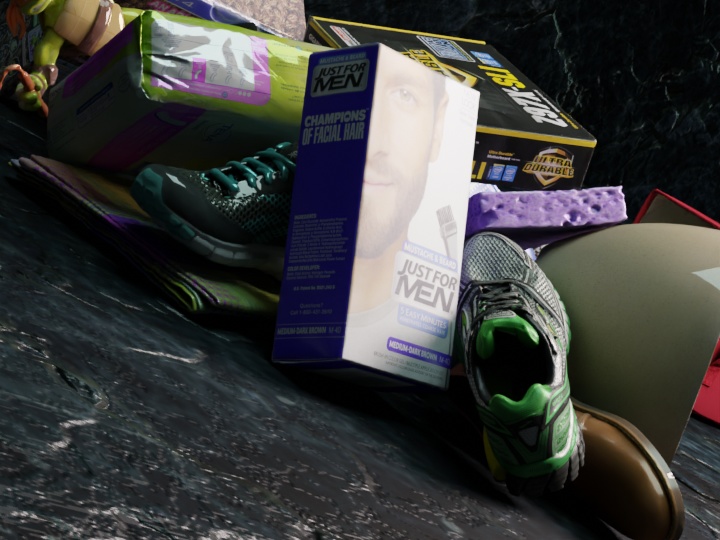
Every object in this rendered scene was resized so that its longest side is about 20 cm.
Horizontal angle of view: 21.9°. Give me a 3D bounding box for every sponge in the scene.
[{"bbox_3d":[0.102,-0.033,1.367,0.111,0.030,0.200,-4,-5,-19],"label":"sponge"}]

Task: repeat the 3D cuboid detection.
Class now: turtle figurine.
[{"bbox_3d":[-0.192,-0.165,1.331,0.161,0.201,0.064,27,-6,-33],"label":"turtle figurine"}]

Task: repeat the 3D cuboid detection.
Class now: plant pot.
[{"bbox_3d":[0.175,0.049,1.306,0.134,0.201,0.200,21,8,9],"label":"plant pot"}]

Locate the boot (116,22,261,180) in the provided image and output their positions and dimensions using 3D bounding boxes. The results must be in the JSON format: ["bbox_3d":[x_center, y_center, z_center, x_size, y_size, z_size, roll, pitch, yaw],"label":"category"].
[{"bbox_3d":[-0.076,-0.065,1.439,0.066,0.165,0.200,23,-21,47],"label":"boot"}]

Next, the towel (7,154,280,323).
[{"bbox_3d":[-0.129,-0.017,1.234,0.200,0.023,0.143,35,10,28],"label":"towel"}]

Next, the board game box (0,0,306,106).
[{"bbox_3d":[-0.169,-0.197,1.482,0.159,0.200,0.097,21,51,-41],"label":"board game box"}]

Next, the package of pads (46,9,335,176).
[{"bbox_3d":[-0.093,-0.109,1.269,0.199,0.069,0.154,8,-19,-31],"label":"package of pads"}]

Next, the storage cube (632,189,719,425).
[{"bbox_3d":[0.360,0.051,1.881,0.179,0.171,0.200,24,10,-35],"label":"storage cube"}]

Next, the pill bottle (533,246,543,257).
[{"bbox_3d":[0.185,0.039,1.606,0.109,0.110,0.200,22,11,-36],"label":"pill bottle"}]

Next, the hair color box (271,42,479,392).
[{"bbox_3d":[0.012,-0.030,1.175,0.065,0.201,0.109,-5,-15,40],"label":"hair color box"}]

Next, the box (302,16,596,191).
[{"bbox_3d":[0.060,-0.124,1.378,0.159,0.050,0.200,7,24,-25],"label":"box"}]

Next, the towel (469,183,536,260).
[{"bbox_3d":[0.059,-0.051,1.503,0.200,0.024,0.145,58,45,-14],"label":"towel"}]

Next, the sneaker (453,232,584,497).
[{"bbox_3d":[0.099,0.042,1.179,0.200,0.078,0.085,-103,178,-48],"label":"sneaker"}]

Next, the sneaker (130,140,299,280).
[{"bbox_3d":[-0.064,-0.049,1.204,0.078,0.091,0.200,35,11,37],"label":"sneaker"}]

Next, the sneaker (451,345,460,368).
[{"bbox_3d":[0.078,0.050,1.356,0.091,0.078,0.200,39,15,-1],"label":"sneaker"}]

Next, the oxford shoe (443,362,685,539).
[{"bbox_3d":[0.126,0.119,1.201,0.071,0.072,0.200,-14,35,-35],"label":"oxford shoe"}]
